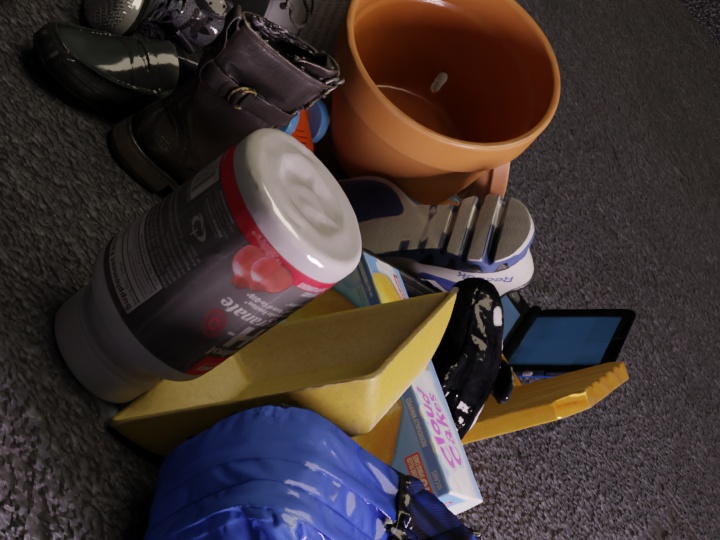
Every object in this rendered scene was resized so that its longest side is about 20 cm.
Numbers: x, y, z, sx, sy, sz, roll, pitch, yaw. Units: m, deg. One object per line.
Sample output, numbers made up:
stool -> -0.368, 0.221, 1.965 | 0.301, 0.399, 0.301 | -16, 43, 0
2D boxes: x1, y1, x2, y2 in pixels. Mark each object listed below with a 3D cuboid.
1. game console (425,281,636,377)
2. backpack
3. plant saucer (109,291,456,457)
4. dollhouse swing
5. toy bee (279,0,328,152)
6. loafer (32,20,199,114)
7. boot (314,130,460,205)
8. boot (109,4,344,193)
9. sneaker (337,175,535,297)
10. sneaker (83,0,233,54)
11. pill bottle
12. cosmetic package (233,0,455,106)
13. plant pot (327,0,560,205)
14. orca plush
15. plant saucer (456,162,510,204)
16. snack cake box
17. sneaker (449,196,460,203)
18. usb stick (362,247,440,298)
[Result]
game console -> 0.176, 0.033, 1.680 | 0.171, 0.118, 0.200 | 55, 23, -4
backpack -> -0.036, 0.190, 1.030 | 0.200, 0.162, 0.168 | 45, 29, -25
plant saucer -> -0.043, 0.079, 1.142 | 0.200, 0.199, 0.049 | -39, 115, -66
dollhouse swing -> 0.101, 0.068, 1.426 | 0.182, 0.175, 0.200 | 59, 25, 7
toy bee -> -0.083, -0.137, 1.452 | 0.131, 0.108, 0.201 | 36, 55, -52
loafer -> -0.178, -0.161, 1.314 | 0.200, 0.070, 0.068 | 19, 43, -54
boot -> 0.035, -0.076, 1.530 | 0.199, 0.077, 0.156 | -13, 62, -20
boot -> -0.081, -0.109, 1.303 | 0.200, 0.174, 0.069 | 33, 33, -42
sneaker -> 0.066, -0.011, 1.416 | 0.081, 0.198, 0.115 | -66, 149, -26
sneaker -> -0.167, -0.231, 1.414 | 0.114, 0.075, 0.200 | 42, 25, -22
pill bottle -> -0.106, 0.004, 1.082 | 0.111, 0.200, 0.111 | 41, 28, -28
cosmetic package -> -0.003, -0.264, 1.564 | 0.199, 0.168, 0.167 | 12, 40, -18
plant pot -> 0.057, -0.149, 1.446 | 0.199, 0.140, 0.201 | 12, 53, -17
orca plush -> 0.053, 0.092, 1.298 | 0.105, 0.200, 0.071 | 38, -5, 16
plant saucer -> 0.107, -0.155, 1.607 | 0.200, 0.032, 0.202 | 175, -90, -81
snack cake box -> 0.000, 0.104, 1.243 | 0.067, 0.115, 0.201 | 27, 39, -61
sneaker -> 0.043, -0.098, 1.645 | 0.118, 0.074, 0.201 | 20, 51, -45
usb stick -> 0.000, 0.000, 1.320 | 0.200, 0.055, 0.033 | 30, 79, -50
